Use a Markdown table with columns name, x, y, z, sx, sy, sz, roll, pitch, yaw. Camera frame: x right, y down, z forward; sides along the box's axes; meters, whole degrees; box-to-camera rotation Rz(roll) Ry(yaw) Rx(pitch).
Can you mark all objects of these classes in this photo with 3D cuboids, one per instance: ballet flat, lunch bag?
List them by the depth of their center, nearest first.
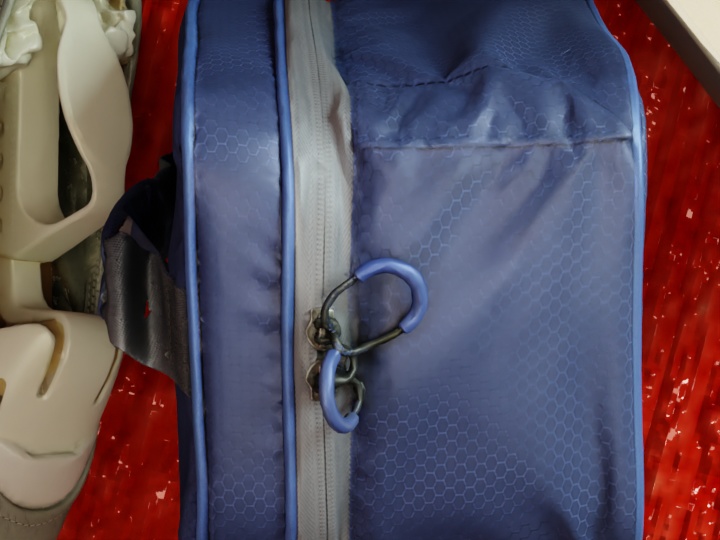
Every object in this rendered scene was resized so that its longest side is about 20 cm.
| name | x | y | z | sx | sy | sz | roll | pitch | yaw |
| --- | --- | --- | --- | --- | --- | --- | --- | --- | --- |
| lunch bag | 0.000 | 0.000 | 0.712 | 0.131 | 0.200 | 0.137 | -1 | 104 | -1 |
| ballet flat | -0.093 | 0.001 | 0.749 | 0.067 | 0.063 | 0.201 | 11 | 78 | -48 |

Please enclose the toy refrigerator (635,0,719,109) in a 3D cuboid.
| name | x | y | z | sx | sy | sz | roll | pitch | yaw |
| --- | --- | --- | --- | --- | --- | --- | --- | --- | --- |
| toy refrigerator | 0.106 | -0.098 | 0.765 | 0.070 | 0.076 | 0.200 | -38 | 98 | 3 |
